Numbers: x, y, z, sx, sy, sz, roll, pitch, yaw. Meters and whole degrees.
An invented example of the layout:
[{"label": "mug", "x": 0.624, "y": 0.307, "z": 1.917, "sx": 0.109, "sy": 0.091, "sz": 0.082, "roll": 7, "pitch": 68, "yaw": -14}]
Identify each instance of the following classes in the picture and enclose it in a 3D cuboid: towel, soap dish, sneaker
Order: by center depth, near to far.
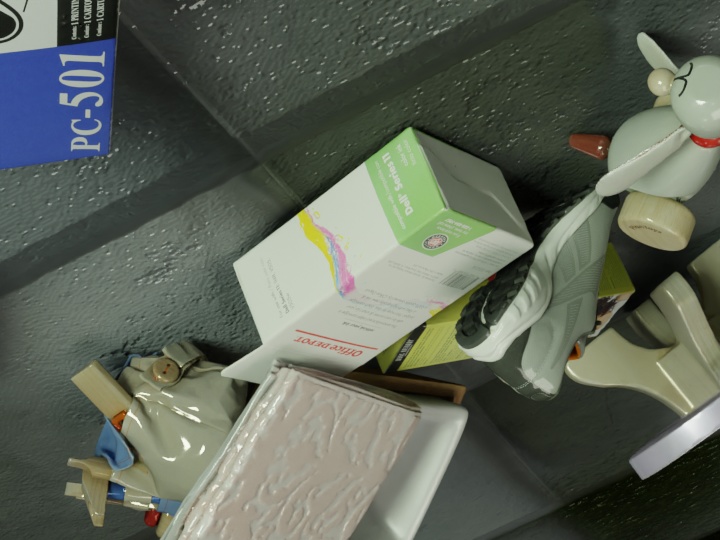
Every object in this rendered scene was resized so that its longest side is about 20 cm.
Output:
[{"label": "sneaker", "x": 0.132, "y": 0.011, "z": 0.973, "sx": 0.074, "sy": 0.079, "sz": 0.200, "roll": -31, "pitch": -164, "yaw": 46}, {"label": "towel", "x": -0.054, "y": 0.163, "z": 1.004, "sx": 0.201, "sy": 0.032, "sz": 0.191, "roll": -58, "pitch": 146, "yaw": 4}, {"label": "soap dish", "x": -0.019, "y": 0.146, "z": 1.130, "sx": 0.199, "sy": 0.081, "sz": 0.159, "roll": 12, "pitch": 106, "yaw": -47}]

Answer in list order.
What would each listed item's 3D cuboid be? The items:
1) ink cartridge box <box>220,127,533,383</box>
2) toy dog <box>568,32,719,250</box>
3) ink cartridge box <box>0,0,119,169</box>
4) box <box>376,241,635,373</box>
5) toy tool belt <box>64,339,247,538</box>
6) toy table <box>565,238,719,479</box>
[{"label": "ink cartridge box", "x": 0.000, "y": 0.000, "z": 0.946, "sx": 0.199, "sy": 0.068, "sz": 0.117, "roll": -36, "pitch": 151, "yaw": 24}, {"label": "toy dog", "x": 0.180, "y": -0.091, "z": 0.889, "sx": 0.095, "sy": 0.133, "sz": 0.201, "roll": 17, "pitch": 148, "yaw": 9}, {"label": "ink cartridge box", "x": -0.156, "y": -0.120, "z": 0.633, "sx": 0.093, "sy": 0.045, "sz": 0.201, "roll": -10, "pitch": 152, "yaw": -18}, {"label": "box", "x": 0.107, "y": 0.028, "z": 1.098, "sx": 0.198, "sy": 0.050, "sz": 0.075, "roll": -8, "pitch": 151, "yaw": -24}, {"label": "toy tool belt", "x": -0.161, "y": 0.131, "z": 1.045, "sx": 0.122, "sy": 0.126, "sz": 0.201, "roll": 16, "pitch": 142, "yaw": -9}, {"label": "toy table", "x": 0.274, "y": 0.065, "z": 1.170, "sx": 0.199, "sy": 0.117, "sz": 0.184, "roll": -35, "pitch": 171, "yaw": -15}]
